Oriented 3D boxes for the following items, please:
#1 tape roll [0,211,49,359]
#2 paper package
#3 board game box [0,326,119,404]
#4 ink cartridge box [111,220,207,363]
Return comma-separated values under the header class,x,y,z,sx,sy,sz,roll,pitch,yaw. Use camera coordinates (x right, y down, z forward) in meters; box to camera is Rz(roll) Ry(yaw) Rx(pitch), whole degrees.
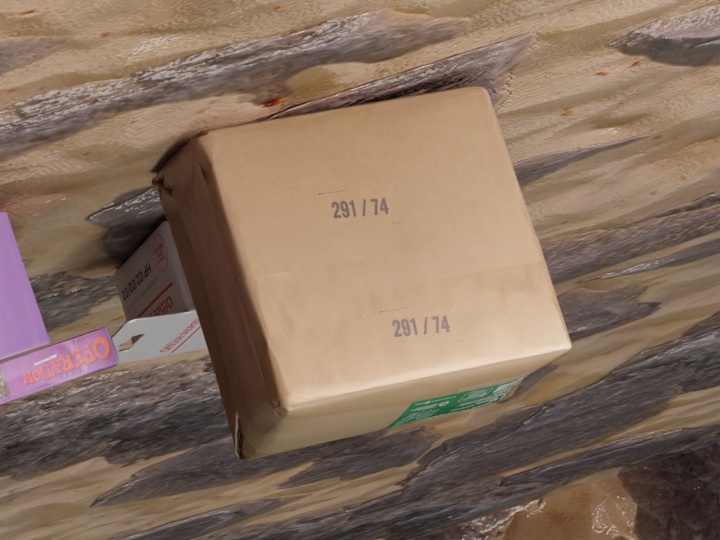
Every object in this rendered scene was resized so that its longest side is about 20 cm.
class,x,y,z,sx,sy,sz,roll,pitch,yaw
tape roll,-0.290,0.036,1.627,0.200,0.085,0.200,-18,180,0
paper package,0.000,0.000,1.690,0.200,0.191,0.103,-12,166,-24
board game box,-0.255,0.081,1.644,0.200,0.032,0.120,-19,176,-40
ink cartridge box,-0.090,0.006,1.871,0.200,0.068,0.115,-10,165,-26
